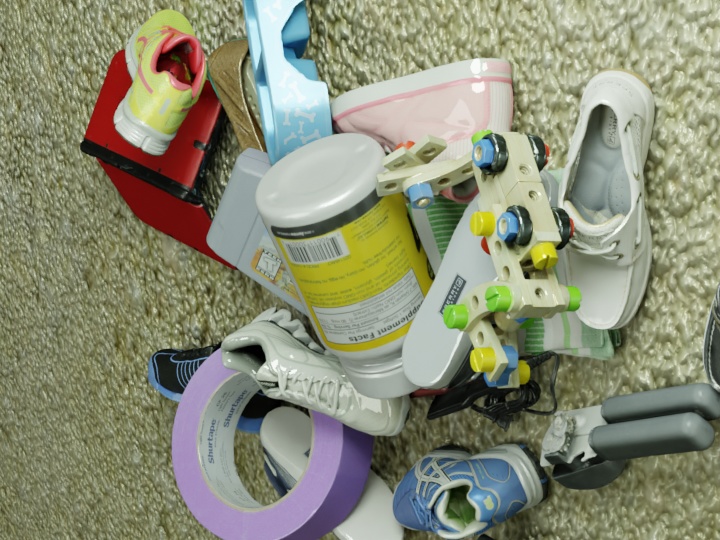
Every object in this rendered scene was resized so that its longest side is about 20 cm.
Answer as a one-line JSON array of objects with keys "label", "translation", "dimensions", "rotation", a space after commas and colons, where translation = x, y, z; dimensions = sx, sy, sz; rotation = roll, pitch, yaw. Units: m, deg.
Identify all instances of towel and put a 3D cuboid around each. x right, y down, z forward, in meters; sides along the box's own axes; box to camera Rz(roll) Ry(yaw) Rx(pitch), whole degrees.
[{"label": "towel", "translation": [0.120, 0.002, 1.176], "dimensions": [0.199, 0.023, 0.155], "rotation": [-6, 102, 53]}]

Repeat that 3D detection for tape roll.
[{"label": "tape roll", "translation": [-0.087, 0.167, 1.401], "dimensions": [0.198, 0.065, 0.203], "rotation": [-7, 76, 29]}]

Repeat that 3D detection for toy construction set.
[{"label": "toy construction set", "translation": [0.091, -0.024, 1.044], "dimensions": [0.202, 0.091, 0.131], "rotation": [62, 145, 20]}]

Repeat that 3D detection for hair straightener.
[{"label": "hair straightener", "translation": [0.113, 0.101, 1.221], "dimensions": [0.077, 0.041, 0.199], "rotation": [38, 149, -18]}]

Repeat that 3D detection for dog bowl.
[{"label": "dog bowl", "translation": [-0.065, -0.180, 1.236], "dimensions": [0.111, 0.049, 0.203], "rotation": [135, 125, -78]}]

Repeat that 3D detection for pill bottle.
[{"label": "pill bottle", "translation": [0.000, 0.000, 1.178], "dimensions": [0.114, 0.114, 0.202], "rotation": [16, 139, 47]}]

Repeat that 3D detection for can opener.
[{"label": "can opener", "translation": [0.209, 0.127, 1.110], "dimensions": [0.066, 0.053, 0.199], "rotation": [35, 153, -16]}]

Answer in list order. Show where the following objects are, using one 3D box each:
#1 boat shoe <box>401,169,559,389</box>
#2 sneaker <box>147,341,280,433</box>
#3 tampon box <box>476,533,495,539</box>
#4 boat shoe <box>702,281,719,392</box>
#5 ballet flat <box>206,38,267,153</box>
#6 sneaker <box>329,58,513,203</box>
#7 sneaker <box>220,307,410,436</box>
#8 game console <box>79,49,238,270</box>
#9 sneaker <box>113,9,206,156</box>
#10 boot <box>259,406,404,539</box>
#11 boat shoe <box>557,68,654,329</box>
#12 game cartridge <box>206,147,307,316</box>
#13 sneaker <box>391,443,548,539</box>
[{"label": "boat shoe", "translation": [0.106, 0.009, 1.129], "dimensions": [0.072, 0.067, 0.202], "rotation": [42, 113, 40]}, {"label": "sneaker", "translation": [-0.159, 0.107, 1.550], "dimensions": [0.198, 0.070, 0.079], "rotation": [18, 118, 39]}, {"label": "tampon box", "translation": [0.108, 0.354, 1.195], "dimensions": [0.149, 0.200, 0.127], "rotation": [27, 130, 18]}, {"label": "boat shoe", "translation": [0.268, 0.017, 0.959], "dimensions": [0.070, 0.066, 0.201], "rotation": [47, 140, 26]}, {"label": "ballet flat", "translation": [-0.079, -0.127, 1.338], "dimensions": [0.072, 0.067, 0.202], "rotation": [-26, 83, 38]}, {"label": "sneaker", "translation": [0.046, -0.102, 1.162], "dimensions": [0.199, 0.075, 0.106], "rotation": [-8, 89, 49]}, {"label": "sneaker", "translation": [-0.043, 0.100, 1.298], "dimensions": [0.198, 0.081, 0.076], "rotation": [23, 111, 33]}, {"label": "game console", "translation": [-0.192, -0.119, 1.512], "dimensions": [0.199, 0.118, 0.174], "rotation": [25, 95, 42]}, {"label": "sneaker", "translation": [-0.175, -0.196, 1.358], "dimensions": [0.090, 0.078, 0.201], "rotation": [-49, 27, 32]}, {"label": "boot", "translation": [-0.028, 0.229, 1.455], "dimensions": [0.200, 0.072, 0.091], "rotation": [46, 153, 29]}, {"label": "boat shoe", "translation": [0.171, -0.041, 1.038], "dimensions": [0.070, 0.069, 0.203], "rotation": [8, 117, 23]}, {"label": "game cartridge", "translation": [-0.041, -0.019, 1.298], "dimensions": [0.199, 0.042, 0.134], "rotation": [34, 140, 5]}, {"label": "sneaker", "translation": [0.079, 0.201, 1.284], "dimensions": [0.199, 0.077, 0.076], "rotation": [-31, 85, 55]}]
